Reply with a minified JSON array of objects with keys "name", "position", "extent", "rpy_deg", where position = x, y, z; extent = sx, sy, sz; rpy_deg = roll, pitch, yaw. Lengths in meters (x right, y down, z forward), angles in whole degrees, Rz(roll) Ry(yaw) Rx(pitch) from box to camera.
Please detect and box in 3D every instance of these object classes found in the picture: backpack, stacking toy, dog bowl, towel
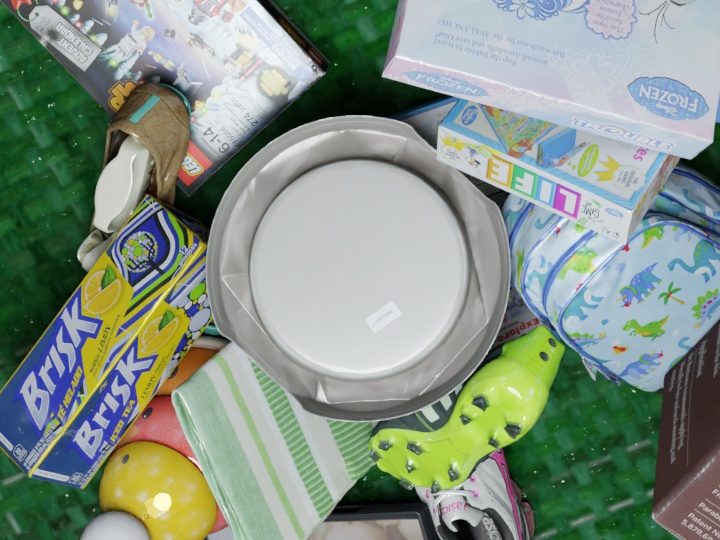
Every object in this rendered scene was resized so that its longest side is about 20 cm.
[{"name":"backpack","position":[0.185,-0.004,1.193],"extent":[0.200,0.154,0.163],"rpy_deg":[39,115,-23]},{"name":"stacking toy","position":[-0.134,0.150,1.257],"extent":[0.146,0.200,0.146],"rpy_deg":[11,122,19]},{"name":"dog bowl","position":[0.000,0.000,1.179],"extent":[0.200,0.059,0.200],"rpy_deg":[0,88,4]},{"name":"towel","position":[-0.049,0.105,1.253],"extent":[0.023,0.200,0.153],"rpy_deg":[-11,108,35]}]

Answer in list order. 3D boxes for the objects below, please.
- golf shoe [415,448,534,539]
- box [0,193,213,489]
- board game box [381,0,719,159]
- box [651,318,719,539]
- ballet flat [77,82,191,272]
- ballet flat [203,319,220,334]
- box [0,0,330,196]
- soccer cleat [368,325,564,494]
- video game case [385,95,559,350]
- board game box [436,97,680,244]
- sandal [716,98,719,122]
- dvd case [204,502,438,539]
[{"name":"golf shoe","position":[0.073,0.145,1.307],"extent":[0.073,0.092,0.200],"rpy_deg":[-26,103,13]},{"name":"box","position":[-0.169,0.051,1.226],"extent":[0.064,0.070,0.200],"rpy_deg":[39,95,29]},{"name":"board game box","position":[0.130,-0.188,1.084],"extent":[0.200,0.043,0.199],"rpy_deg":[15,74,-8]},{"name":"box","position":[0.303,0.088,1.082],"extent":[0.164,0.166,0.200],"rpy_deg":[35,121,-7]},{"name":"ballet flat","position":[-0.163,-0.038,1.247],"extent":[0.068,0.072,0.200],"rpy_deg":[29,130,13]},{"name":"ballet flat","position":[-0.053,-0.025,1.270],"extent":[0.067,0.070,0.200],"rpy_deg":[42,106,0]},{"name":"box","position":[-0.138,-0.170,1.246],"extent":[0.137,0.040,0.200],"rpy_deg":[-41,101,17]},{"name":"soccer cleat","position":[0.073,0.097,1.214],"extent":[0.068,0.081,0.200],"rpy_deg":[43,146,-7]},{"name":"video game case","position":[0.052,-0.015,1.260],"extent":[0.143,0.018,0.200],"rpy_deg":[-20,104,-15]},{"name":"board game box","position":[0.155,-0.120,1.146],"extent":[0.134,0.200,0.034],"rpy_deg":[26,147,18]},{"name":"sandal","position":[0.185,-0.116,1.209],"extent":[0.200,0.087,0.080],"rpy_deg":[-16,105,2]},{"name":"dvd case","position":[-0.020,0.244,1.348],"extent":[0.200,0.018,0.143],"rpy_deg":[-7,110,31]}]
